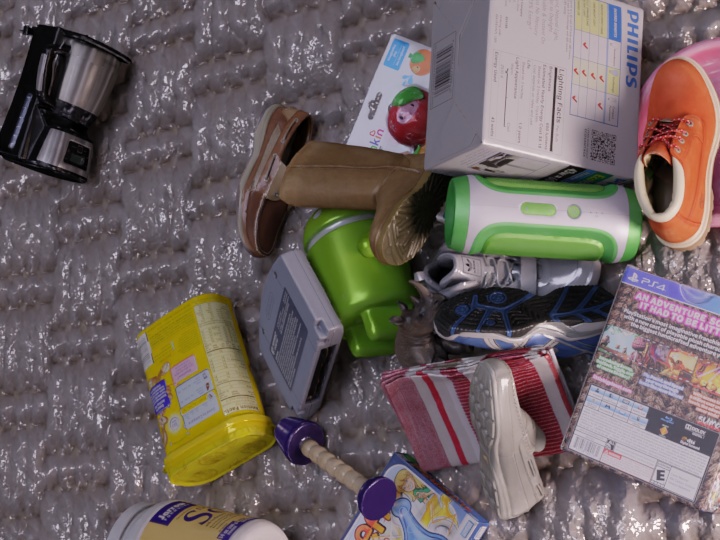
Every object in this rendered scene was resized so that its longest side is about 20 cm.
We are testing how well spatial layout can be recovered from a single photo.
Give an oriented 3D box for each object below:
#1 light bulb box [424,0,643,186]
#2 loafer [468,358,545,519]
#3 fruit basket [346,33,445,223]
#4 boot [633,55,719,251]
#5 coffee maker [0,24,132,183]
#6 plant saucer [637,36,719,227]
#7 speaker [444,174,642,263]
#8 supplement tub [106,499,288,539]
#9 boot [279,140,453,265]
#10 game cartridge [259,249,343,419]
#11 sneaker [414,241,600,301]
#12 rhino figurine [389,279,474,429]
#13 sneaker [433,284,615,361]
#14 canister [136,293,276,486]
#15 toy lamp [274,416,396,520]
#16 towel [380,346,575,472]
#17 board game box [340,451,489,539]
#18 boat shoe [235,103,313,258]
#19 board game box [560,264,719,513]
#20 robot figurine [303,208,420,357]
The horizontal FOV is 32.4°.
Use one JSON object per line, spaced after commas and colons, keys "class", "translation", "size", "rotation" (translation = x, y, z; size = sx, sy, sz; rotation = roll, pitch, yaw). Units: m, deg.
{"class": "light bulb box", "translation": [0.186, -0.195, 1.328], "size": [0.124, 0.197, 0.202], "rotation": [-17, 66, 62]}
{"class": "loafer", "translation": [0.158, 0.172, 1.297], "size": [0.069, 0.202, 0.070], "rotation": [-19, 36, -12]}
{"class": "fruit basket", "translation": [0.086, -0.162, 1.447], "size": [0.198, 0.094, 0.188], "rotation": [25, 92, 14]}
{"class": "boot", "translation": [0.316, -0.131, 1.247], "size": [0.074, 0.107, 0.203], "rotation": [-6, 74, 31]}
{"class": "coffee maker", "translation": [-0.443, -0.241, 1.803], "size": [0.191, 0.133, 0.203], "rotation": [17, 86, 56]}
{"class": "plant saucer", "translation": [0.381, -0.142, 1.301], "size": [0.198, 0.051, 0.204], "rotation": [-7, 76, 30]}
{"class": "speaker", "translation": [0.191, -0.054, 1.303], "size": [0.196, 0.089, 0.090], "rotation": [4, 78, -4]}
{"class": "supplement tub", "translation": [-0.195, 0.356, 1.482], "size": [0.197, 0.145, 0.148], "rotation": [5, 81, 32]}
{"class": "boot", "translation": [-0.008, -0.078, 1.388], "size": [0.198, 0.067, 0.176], "rotation": [7, 41, 33]}
{"class": "game cartridge", "translation": [-0.076, 0.072, 1.474], "size": [0.201, 0.041, 0.134], "rotation": [108, 142, -52]}
{"class": "sneaker", "translation": [0.157, 0.007, 1.360], "size": [0.198, 0.115, 0.076], "rotation": [-15, 60, 29]}
{"class": "rhino figurine", "translation": [0.082, 0.099, 1.372], "size": [0.086, 0.060, 0.202], "rotation": [-6, 117, 26]}
{"class": "sneaker", "translation": [0.175, 0.066, 1.316], "size": [0.196, 0.078, 0.076], "rotation": [1, 40, -2]}
{"class": "canister", "translation": [-0.200, 0.149, 1.570], "size": [0.147, 0.086, 0.202], "rotation": [-31, 63, 23]}
{"class": "toy lamp", "translation": [-0.035, 0.224, 1.448], "size": [0.199, 0.058, 0.059], "rotation": [27, 93, 48]}
{"class": "towel", "translation": [0.133, 0.154, 1.338], "size": [0.197, 0.145, 0.023], "rotation": [-12, 32, 25]}
{"class": "board game box", "translation": [0.041, 0.329, 1.408], "size": [0.135, 0.034, 0.202], "rotation": [35, 97, 33]}
{"class": "boat shoe", "translation": [-0.106, -0.116, 1.583], "size": [0.071, 0.075, 0.203], "rotation": [6, 83, 30]}
{"class": "board game box", "translation": [0.319, 0.120, 1.248], "size": [0.158, 0.096, 0.203], "rotation": [21, 90, 33]}
{"class": "robot figurine", "translation": [0.000, 0.000, 1.463], "size": [0.176, 0.114, 0.202], "rotation": [-48, 53, 50]}
